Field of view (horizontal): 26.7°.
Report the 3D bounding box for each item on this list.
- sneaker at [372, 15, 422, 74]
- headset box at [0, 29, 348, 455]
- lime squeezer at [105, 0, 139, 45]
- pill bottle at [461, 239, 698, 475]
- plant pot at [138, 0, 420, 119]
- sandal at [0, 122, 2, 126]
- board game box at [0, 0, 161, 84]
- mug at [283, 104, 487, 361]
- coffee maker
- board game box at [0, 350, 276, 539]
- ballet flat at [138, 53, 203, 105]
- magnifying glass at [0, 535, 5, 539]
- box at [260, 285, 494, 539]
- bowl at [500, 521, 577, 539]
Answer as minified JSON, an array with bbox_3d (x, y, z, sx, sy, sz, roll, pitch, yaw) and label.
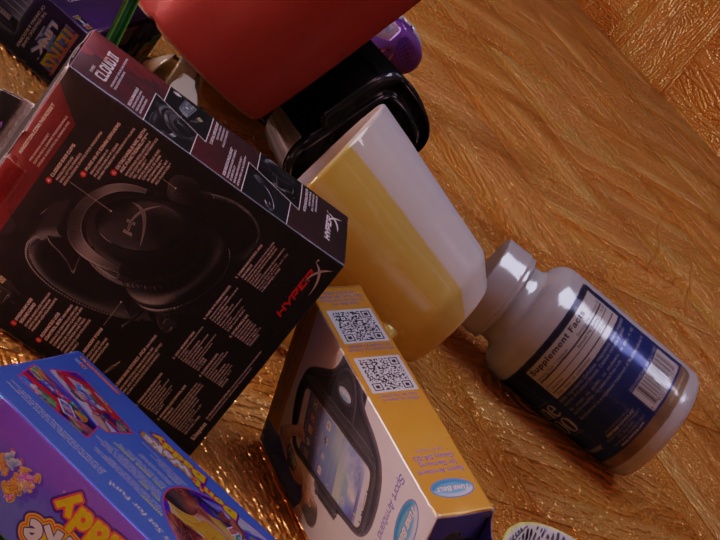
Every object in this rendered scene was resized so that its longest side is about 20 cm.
[{"bbox_3d":[-0.008,-0.260,1.717,0.199,0.081,0.089,20,34,-35],"label":"sneaker"},{"bbox_3d":[-0.128,-0.019,0.833,0.199,0.149,0.077,35,19,-12],"label":"headset box"},{"bbox_3d":[-0.184,-0.100,1.042,0.038,0.070,0.202,43,42,-45],"label":"lime squeezer"},{"bbox_3d":[0.176,0.069,1.273,0.199,0.111,0.111,39,19,-3],"label":"pill bottle"},{"bbox_3d":[-0.070,-0.231,1.195,0.201,0.177,0.200,46,6,-6],"label":"plant pot"},{"bbox_3d":[-0.272,-0.151,0.998,0.203,0.050,0.082,48,20,21],"label":"sandal"},{"bbox_3d":[-0.252,-0.231,1.207,0.165,0.057,0.200,40,19,1],"label":"board game box"},{"bbox_3d":[0.001,-0.003,1.119,0.153,0.187,0.149,46,-15,-8],"label":"mug"},{"bbox_3d":[-0.029,-0.184,1.318,0.134,0.193,0.201,16,30,-50],"label":"coffee maker"},{"bbox_3d":[-0.095,0.124,0.696,0.200,0.045,0.134,43,6,6],"label":"board game box"},{"bbox_3d":[-0.147,-0.127,1.159,0.074,0.074,0.201,31,21,-23],"label":"ballet flat"},{"bbox_3d":[-0.121,0.178,0.612,0.079,0.022,0.201,24,23,-40],"label":"magnifying glass"},{"bbox_3d":[0.007,0.117,0.829,0.041,0.120,0.201,-1,39,-27],"label":"box"},{"bbox_3d":[0.114,0.240,0.796,0.200,0.094,0.201,40,18,-16],"label":"bowl"}]
